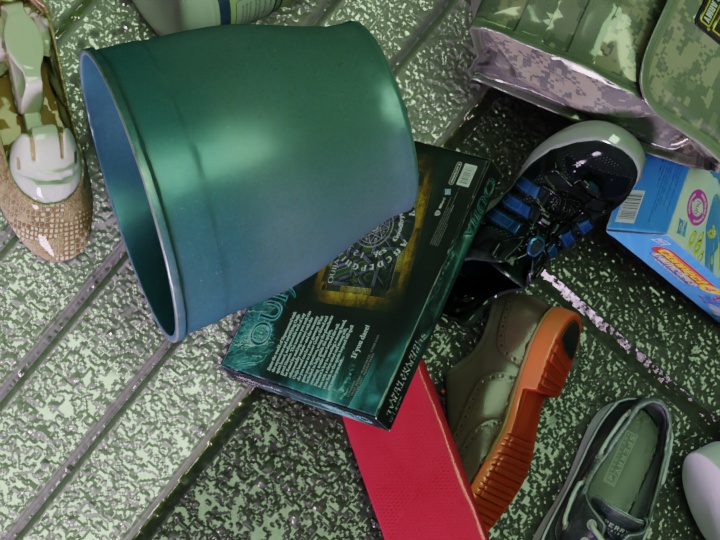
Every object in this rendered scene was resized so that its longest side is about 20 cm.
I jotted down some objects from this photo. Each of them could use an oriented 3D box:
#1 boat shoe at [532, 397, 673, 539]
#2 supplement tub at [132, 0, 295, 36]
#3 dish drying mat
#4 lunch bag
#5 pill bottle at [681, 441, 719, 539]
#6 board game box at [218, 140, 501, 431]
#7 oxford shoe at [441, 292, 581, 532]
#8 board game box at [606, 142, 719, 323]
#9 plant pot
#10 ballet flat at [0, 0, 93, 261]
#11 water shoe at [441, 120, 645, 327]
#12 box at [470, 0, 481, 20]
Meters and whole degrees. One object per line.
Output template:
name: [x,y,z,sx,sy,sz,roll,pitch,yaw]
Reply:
boat shoe: [0.174,0.183,1.514,0.071,0.068,0.201,28,75,-9]
supplement tub: [-0.070,-0.257,1.479,0.199,0.145,0.146,-29,89,-18]
dish drying mat: [0.044,0.158,1.474,0.018,0.076,0.201,3,63,-58]
lunch bag: [0.192,-0.178,1.437,0.199,0.118,0.165,23,76,8]
pill bottle: [0.340,0.137,1.545,0.199,0.112,0.113,-20,87,-18]
board game box: [0.000,0.000,1.477,0.134,0.028,0.201,16,73,30]
oxford shoe: [0.087,0.111,1.515,0.072,0.071,0.201,23,81,25]
board game box: [0.281,-0.074,1.543,0.195,0.056,0.201,34,71,-42]
plant pot: [-0.068,-0.075,1.413,0.187,0.200,0.202,-17,86,-13]
ballet flat: [-0.227,-0.106,1.452,0.070,0.065,0.202,-16,86,-17]
water shoe: [0.124,-0.025,1.469,0.071,0.200,0.079,30,46,-20]
box: [0.186,-0.220,1.571,0.198,0.095,0.078,-6,83,-15]
